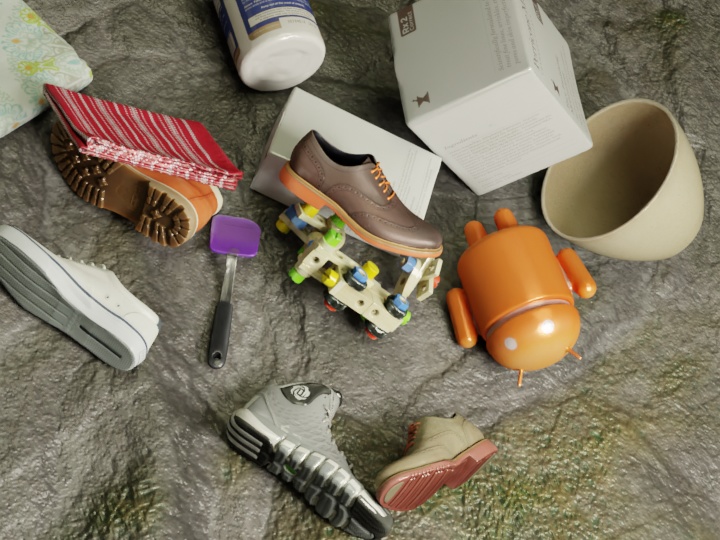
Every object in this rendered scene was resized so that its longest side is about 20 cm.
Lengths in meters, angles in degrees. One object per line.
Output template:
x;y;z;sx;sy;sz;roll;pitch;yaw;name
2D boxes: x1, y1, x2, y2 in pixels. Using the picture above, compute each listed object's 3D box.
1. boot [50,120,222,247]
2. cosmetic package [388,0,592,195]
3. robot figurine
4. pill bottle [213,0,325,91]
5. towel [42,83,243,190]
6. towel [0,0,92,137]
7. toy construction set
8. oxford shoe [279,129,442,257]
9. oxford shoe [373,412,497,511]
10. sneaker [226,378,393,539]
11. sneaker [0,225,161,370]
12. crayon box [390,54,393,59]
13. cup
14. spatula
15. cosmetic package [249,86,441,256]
-0.245;-0.107;1.486;0.199;0.075;0.107;36;32;8;boot
0.157;-0.226;1.623;0.200;0.164;0.166;37;38;-53;cosmetic package
0.184;0.029;1.554;0.143;0.117;0.201;-5;62;-27;robot figurine
-0.122;-0.329;1.648;0.110;0.111;0.201;-6;63;-28;pill bottle
-0.236;-0.148;1.469;0.199;0.023;0.145;12;25;-38;towel
-0.423;-0.244;1.497;0.200;0.048;0.171;44;53;6;towel
0.000;0.000;1.515;0.199;0.092;0.131;20;28;-21;toy construction set
0.011;-0.081;1.478;0.199;0.073;0.071;29;24;-5;oxford shoe
0.064;0.196;1.407;0.075;0.071;0.200;50;26;20;oxford shoe
-0.030;0.179;1.390;0.200;0.075;0.116;37;50;3;sneaker
-0.293;0.019;1.382;0.200;0.073;0.071;42;42;-7;sneaker
0.139;-0.336;1.762;0.052;0.126;0.200;47;53;9;crayon box
0.346;-0.091;1.680;0.143;0.200;0.201;35;46;-35;cup
-0.145;0.020;1.470;0.056;0.021;0.201;8;58;-5;spatula
-0.016;-0.115;1.580;0.199;0.081;0.113;25;52;-6;cosmetic package
